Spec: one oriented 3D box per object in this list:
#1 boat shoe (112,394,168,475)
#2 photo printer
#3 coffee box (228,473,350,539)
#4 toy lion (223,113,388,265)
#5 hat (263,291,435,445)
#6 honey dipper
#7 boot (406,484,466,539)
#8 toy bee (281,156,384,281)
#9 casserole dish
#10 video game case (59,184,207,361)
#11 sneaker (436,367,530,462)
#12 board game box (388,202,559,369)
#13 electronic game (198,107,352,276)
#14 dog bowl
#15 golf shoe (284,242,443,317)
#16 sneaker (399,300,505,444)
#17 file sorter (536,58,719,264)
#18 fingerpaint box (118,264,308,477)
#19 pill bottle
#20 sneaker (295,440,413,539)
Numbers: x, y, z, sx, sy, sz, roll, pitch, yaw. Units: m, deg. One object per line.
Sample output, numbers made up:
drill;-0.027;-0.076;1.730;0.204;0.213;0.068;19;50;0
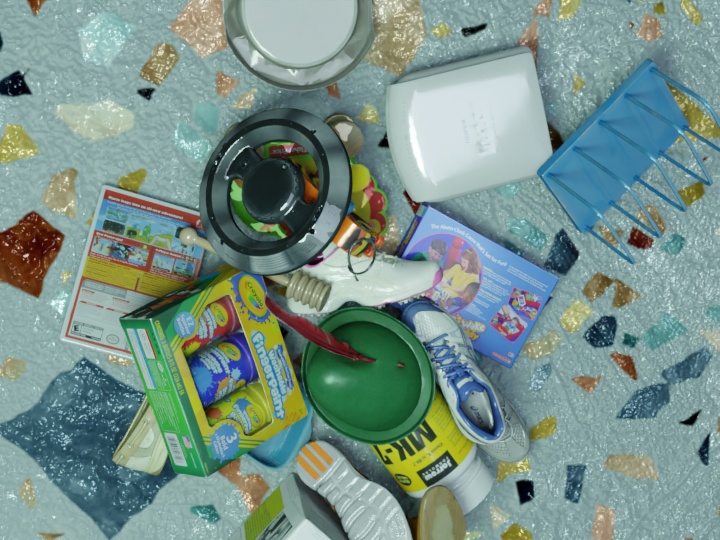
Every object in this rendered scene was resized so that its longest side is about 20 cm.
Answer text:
boat shoe;-0.252;0.153;1.727;0.063;0.073;0.202;16;100;-14
photo printer;0.133;-0.179;1.743;0.199;0.069;0.168;-14;100;-7
coffee box;-0.073;0.410;1.725;0.200;0.200;0.198;43;90;-12
toy lion;-0.066;-0.092;1.733;0.198;0.069;0.193;-6;106;-8
hat;-0.029;0.132;1.611;0.199;0.176;0.166;30;106;13
honey dipper;-0.132;-0.004;1.687;0.199;0.038;0.038;23;94;10
boot;0.069;0.330;1.751;0.071;0.144;0.202;-28;122;-26
toy bee;-0.028;-0.050;1.652;0.131;0.109;0.201;-32;61;23
casserole dish;-0.141;0.164;1.727;0.200;0.039;0.122;42;62;-33
video game case;-0.272;0.009;1.695;0.142;0.017;0.201;16;74;-11
sneaker;0.150;0.175;1.788;0.075;0.082;0.200;-41;102;-2
board game box;0.136;0.020;1.783;0.199;0.045;0.135;28;93;-12
electronic game;-0.101;-0.092;1.618;0.199;0.042;0.201;-6;75;24
dog bowl;-0.076;-0.321;1.696;0.199;0.059;0.202;-1;98;-10
golf shoe;0.000;0.000;1.704;0.199;0.075;0.092;-8;106;8
sneaker;0.121;0.122;1.695;0.075;0.088;0.201;-35;94;-6
file sorter;0.351;-0.130;1.732;0.200;0.123;0.139;-46;135;-1
fingerpaint box;-0.168;0.115;1.631;0.166;0.073;0.201;-28;107;-38
pill bottle;0.076;0.214;1.766;0.114;0.114;0.200;-38;102;-2
sneaker;0.008;0.296;1.747;0.078;0.112;0.200;-42;64;0
